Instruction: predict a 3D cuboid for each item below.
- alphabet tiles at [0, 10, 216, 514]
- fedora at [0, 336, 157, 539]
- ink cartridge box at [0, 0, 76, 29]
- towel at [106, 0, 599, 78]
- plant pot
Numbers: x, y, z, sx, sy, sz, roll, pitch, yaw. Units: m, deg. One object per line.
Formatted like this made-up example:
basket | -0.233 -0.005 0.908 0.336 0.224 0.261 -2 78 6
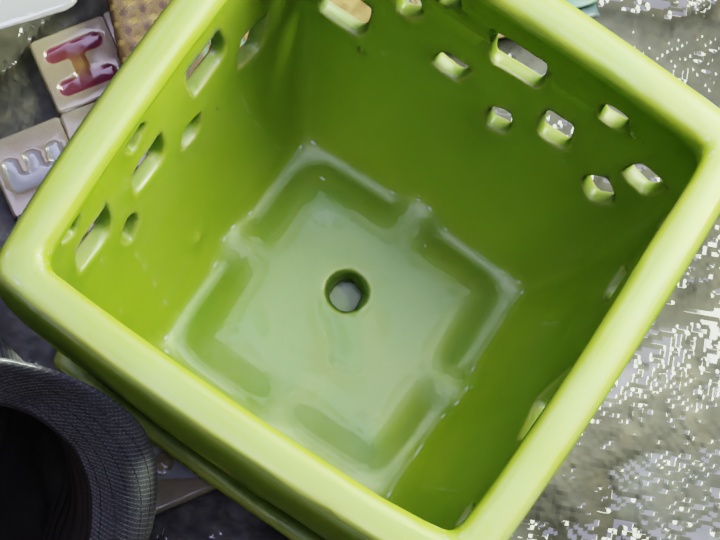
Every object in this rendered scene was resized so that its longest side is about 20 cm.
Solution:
alphabet tiles | -0.050 -0.023 1.093 0.167 0.008 0.200 -23 77 -10
fedora | -0.167 0.070 0.978 0.176 0.200 0.090 -4 44 -14
ink cartridge box | -0.221 -0.111 1.074 0.200 0.068 0.117 -20 77 -8
towel | -0.013 -0.152 1.122 0.199 0.022 0.147 -11 74 -9
plant pot | 0.000 0.000 0.993 0.199 0.182 0.200 34 75 5
